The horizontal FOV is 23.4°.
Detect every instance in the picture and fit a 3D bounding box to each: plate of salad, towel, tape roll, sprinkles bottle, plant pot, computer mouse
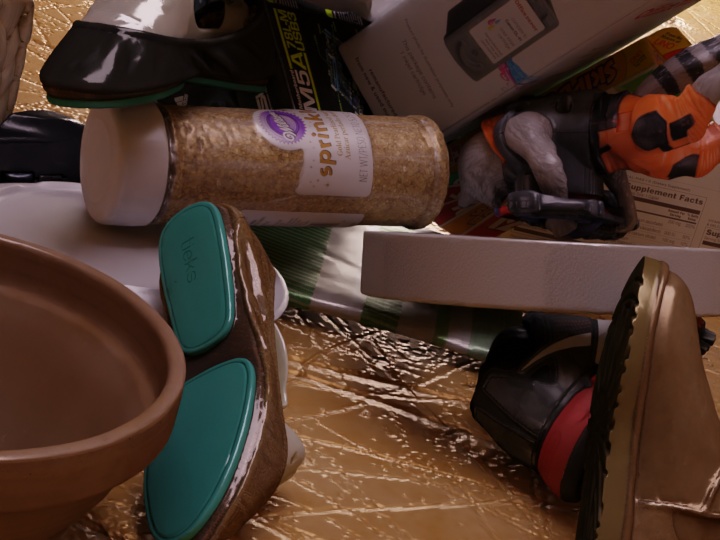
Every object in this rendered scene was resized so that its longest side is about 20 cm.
[{"bbox_3d":[-0.137,0.001,0.926,0.200,0.048,0.200,14,19,-5],"label":"plate of salad"},{"bbox_3d":[0.000,0.000,1.050,0.200,0.023,0.153,16,24,-2],"label":"towel"},{"bbox_3d":[0.098,0.001,0.940,0.202,0.037,0.203,2,2,0],"label":"tape roll"},{"bbox_3d":[-0.051,-0.057,0.960,0.200,0.068,0.068,0,27,-28],"label":"sprinkles bottle"},{"bbox_3d":[-0.178,0.061,0.708,0.201,0.093,0.201,14,23,-6],"label":"plant pot"},{"bbox_3d":[-0.218,-0.052,0.984,0.034,0.059,0.200,27,27,29],"label":"computer mouse"}]

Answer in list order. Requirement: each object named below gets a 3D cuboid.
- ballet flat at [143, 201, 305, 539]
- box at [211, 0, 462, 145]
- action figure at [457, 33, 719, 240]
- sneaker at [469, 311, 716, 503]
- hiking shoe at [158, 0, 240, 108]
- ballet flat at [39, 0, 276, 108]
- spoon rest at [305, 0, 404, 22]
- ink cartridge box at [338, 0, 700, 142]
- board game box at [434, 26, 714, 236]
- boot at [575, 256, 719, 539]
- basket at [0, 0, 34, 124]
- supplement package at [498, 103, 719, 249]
[{"bbox_3d":[-0.059,0.057,0.808,0.072,0.068,0.200,43,28,-40],"label":"ballet flat"},{"bbox_3d":[-0.015,-0.161,1.099,0.193,0.047,0.200,4,64,-48],"label":"box"},{"bbox_3d":[0.150,-0.074,1.021,0.193,0.105,0.200,-12,-7,13],"label":"action figure"},{"bbox_3d":[0.124,0.054,0.937,0.098,0.071,0.200,28,27,22],"label":"sneaker"},{"bbox_3d":[-0.094,-0.129,1.083,0.087,0.074,0.200,-10,74,-58],"label":"hiking shoe"},{"bbox_3d":[-0.105,-0.125,0.916,0.068,0.069,0.200,10,12,20],"label":"ballet flat"},{"bbox_3d":[-0.018,-0.172,1.003,0.099,0.061,0.200,19,21,27],"label":"spoon rest"},{"bbox_3d":[0.108,-0.156,1.036,0.148,0.200,0.086,-25,85,-55],"label":"ink cartridge box"},{"bbox_3d":[0.128,-0.080,1.086,0.096,0.200,0.030,29,37,-52],"label":"board game box"},{"bbox_3d":[0.206,0.097,0.810,0.200,0.175,0.066,11,-11,-3],"label":"boot"},{"bbox_3d":[-0.304,-0.132,1.021,0.200,0.136,0.123,29,22,29],"label":"basket"},{"bbox_3d":[0.198,-0.074,1.227,0.200,0.111,0.156,13,23,-7],"label":"supplement package"}]
